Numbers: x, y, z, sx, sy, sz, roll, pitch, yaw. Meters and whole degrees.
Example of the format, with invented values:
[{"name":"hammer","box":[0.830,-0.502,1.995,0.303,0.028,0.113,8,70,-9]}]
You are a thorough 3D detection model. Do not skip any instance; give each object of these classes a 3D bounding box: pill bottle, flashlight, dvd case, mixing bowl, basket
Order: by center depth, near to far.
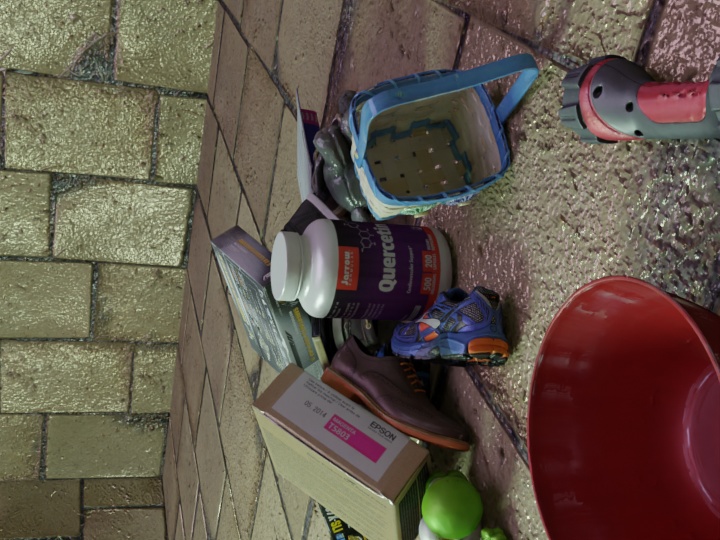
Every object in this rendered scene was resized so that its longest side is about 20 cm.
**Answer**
[{"name":"mixing bowl","box":[0.199,0.107,0.519,0.200,0.107,0.204,-176,90,-71]},{"name":"flashlight","box":[0.214,-0.122,0.575,0.200,0.067,0.069,-158,75,-71]},{"name":"basket","box":[0.075,-0.138,0.839,0.201,0.174,0.141,105,147,-67]},{"name":"pill bottle","box":[0.000,0.000,0.972,0.112,0.197,0.115,-177,90,-70]},{"name":"dvd case","box":[-0.039,0.116,1.177,0.150,0.016,0.202,-95,-9,-53]}]

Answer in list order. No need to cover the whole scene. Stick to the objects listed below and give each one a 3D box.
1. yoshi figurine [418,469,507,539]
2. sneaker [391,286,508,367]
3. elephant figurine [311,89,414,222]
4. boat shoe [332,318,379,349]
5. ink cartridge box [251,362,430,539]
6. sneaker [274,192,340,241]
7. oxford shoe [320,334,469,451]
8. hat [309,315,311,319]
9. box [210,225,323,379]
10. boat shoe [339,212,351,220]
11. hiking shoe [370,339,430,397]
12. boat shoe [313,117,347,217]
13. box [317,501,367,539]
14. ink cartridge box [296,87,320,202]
[{"name":"yoshi figurine","box":[0.092,0.291,0.823,0.112,0.111,0.203,-37,48,45]},{"name":"sneaker","box":[0.097,0.061,0.898,0.199,0.074,0.080,-12,67,62]},{"name":"elephant figurine","box":[-0.006,-0.156,1.159,0.155,0.142,0.200,-45,14,-3]},{"name":"boat shoe","box":[0.006,0.020,1.155,0.073,0.059,0.204,67,-155,-48]},{"name":"ink cartridge box","box":[-0.017,0.218,0.951,0.198,0.075,0.166,30,149,25]},{"name":"sneaker","box":[-0.042,-0.015,1.117,0.099,0.071,0.200,-46,50,-1]},{"name":"oxford shoe","box":[0.045,0.136,0.938,0.198,0.071,0.074,27,86,29]},{"name":"hat","box":[-0.066,-0.005,1.253,0.199,0.175,0.167,36,150,42]},{"name":"box","box":[-0.123,0.056,1.149,0.158,0.048,0.202,35,148,48]},{"name":"boat shoe","box":[-0.039,-0.051,1.249,0.201,0.068,0.075,-106,-9,-59]},{"name":"hiking shoe","box":[0.036,0.128,1.063,0.199,0.073,0.088,20,98,60]},{"name":"boat shoe","box":[-0.037,-0.172,1.264,0.073,0.064,0.202,-40,36,34]},{"name":"box","box":[-0.043,0.313,1.185,0.200,0.049,0.162,-126,16,-62]},{"name":"ink cartridge box","box":[-0.078,-0.167,1.405,0.202,0.043,0.198,96,166,-50]}]
